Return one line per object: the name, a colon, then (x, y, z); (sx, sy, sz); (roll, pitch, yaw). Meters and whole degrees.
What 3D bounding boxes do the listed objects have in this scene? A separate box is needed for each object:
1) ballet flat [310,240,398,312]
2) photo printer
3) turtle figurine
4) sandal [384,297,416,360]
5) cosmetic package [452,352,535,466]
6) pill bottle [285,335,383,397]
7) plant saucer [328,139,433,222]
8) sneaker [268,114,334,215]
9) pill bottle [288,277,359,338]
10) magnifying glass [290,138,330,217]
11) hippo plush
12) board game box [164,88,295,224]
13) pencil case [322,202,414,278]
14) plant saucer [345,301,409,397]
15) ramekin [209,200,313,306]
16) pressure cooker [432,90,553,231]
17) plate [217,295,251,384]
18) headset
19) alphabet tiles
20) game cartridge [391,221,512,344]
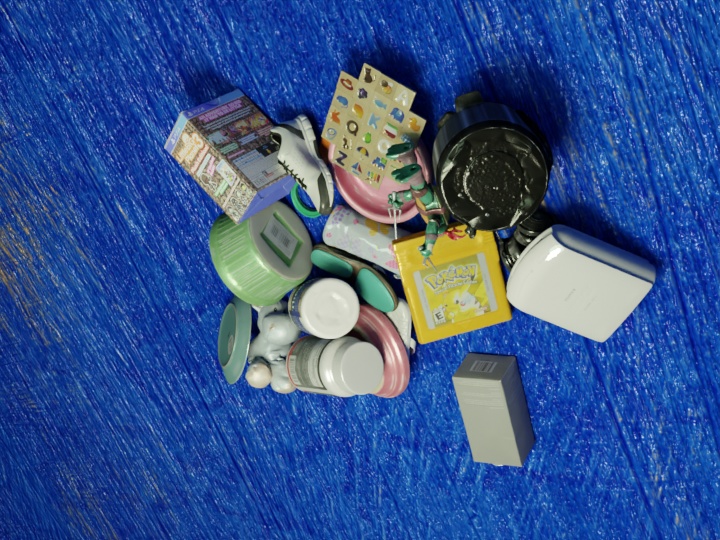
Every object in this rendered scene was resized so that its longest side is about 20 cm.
ballet flat: (0.000, 0.000, 1.751); (0.199, 0.068, 0.068); (36, 130, 10)
photo printer: (0.345, 0.018, 1.493); (0.199, 0.070, 0.167); (22, 131, -9)
turtle figurine: (0.099, -0.105, 1.518); (0.150, 0.100, 0.201); (50, 167, 49)
sandal: (0.080, 0.137, 1.795); (0.082, 0.050, 0.204); (43, 141, 35)
cosmetic package: (0.252, 0.264, 1.745); (0.106, 0.090, 0.201); (1, 122, 32)
pill bottle: (-0.048, 0.181, 1.762); (0.199, 0.114, 0.114); (-4, 117, 57)
plant saucer: (0.041, -0.183, 1.611); (0.199, 0.051, 0.202); (16, 125, 24)
sneaker: (-0.104, -0.180, 1.645); (0.074, 0.079, 0.201); (110, 140, -61)
pill bottle: (-0.077, 0.069, 1.770); (0.111, 0.111, 0.200); (55, 168, -8)
magnifying glass: (-0.079, -0.182, 1.723); (0.079, 0.022, 0.201); (33, 133, 12)
hippo plush: (-0.160, 0.143, 1.926); (0.158, 0.200, 0.162); (9, 111, -23)
board game box: (-0.225, -0.211, 1.693); (0.200, 0.159, 0.097); (47, 133, 7)
pencil case: (0.030, -0.050, 1.691); (0.199, 0.083, 0.091); (26, 142, 17)
plant saucer: (0.014, 0.162, 1.813); (0.200, 0.051, 0.202); (34, 136, 40)
ramekin: (-0.181, -0.042, 1.764); (0.097, 0.200, 0.201); (-28, 101, 34)
pressure cooker: (0.196, -0.172, 1.437); (0.178, 0.200, 0.177); (23, 111, -8)
plate: (-0.270, 0.137, 1.952); (0.025, 0.201, 0.201); (9, 136, -23)
headset: (0.269, -0.041, 1.532); (0.199, 0.094, 0.124); (30, 131, -1)
alphabet tiles: (0.019, -0.237, 1.544); (0.166, 0.006, 0.201); (32, 131, 13)
game cartridge: (0.162, 0.017, 1.622); (0.175, 0.032, 0.201); (-16, 114, 3)
